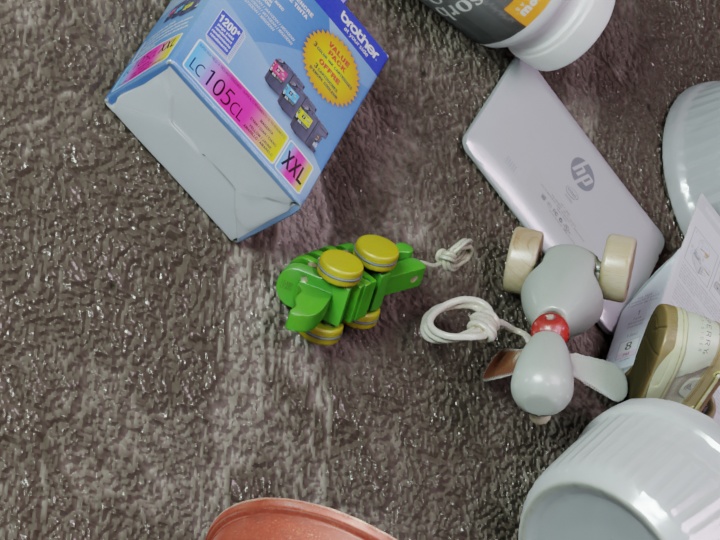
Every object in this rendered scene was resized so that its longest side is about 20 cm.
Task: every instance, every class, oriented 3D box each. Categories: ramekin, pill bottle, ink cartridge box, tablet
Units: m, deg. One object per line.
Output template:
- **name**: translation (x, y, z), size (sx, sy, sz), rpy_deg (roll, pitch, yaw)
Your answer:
- **ramekin**: translation (0.349, -0.077, 2.059), size (0.200, 0.098, 0.201), rpy_deg (23, 57, -39)
- **pill bottle**: translation (0.091, -0.237, 1.841), size (0.200, 0.116, 0.117), rpy_deg (33, 51, -33)
- **ink cartridge box**: translation (-0.068, -0.139, 1.658), size (0.136, 0.076, 0.200), rpy_deg (48, 42, -21)
- **tablet**: translation (0.160, -0.060, 1.912), size (0.200, 0.014, 0.130), rpy_deg (52, 43, -18)
- **ramekin**: translation (0.197, 0.198, 1.702), size (0.094, 0.202, 0.203), rpy_deg (-27, 93, -38)
- **ink cartridge box**: translation (0.269, 0.065, 1.943), size (0.163, 0.057, 0.200), rpy_deg (50, 38, -25)

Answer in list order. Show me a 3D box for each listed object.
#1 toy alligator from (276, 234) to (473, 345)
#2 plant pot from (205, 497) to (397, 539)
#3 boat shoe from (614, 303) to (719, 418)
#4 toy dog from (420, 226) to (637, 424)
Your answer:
- **toy alligator**: translation (0.000, 0.000, 1.685), size (0.054, 0.059, 0.200), rpy_deg (34, 33, 25)
- **plant pot**: translation (-0.048, 0.269, 1.414), size (0.201, 0.201, 0.195), rpy_deg (49, 51, -20)
- **boat shoe**: translation (0.222, 0.097, 1.774), size (0.066, 0.200, 0.074), rpy_deg (10, 60, -3)
- **toy dog**: translation (0.136, 0.049, 1.779), size (0.200, 0.132, 0.096), rpy_deg (-42, 143, -43)
